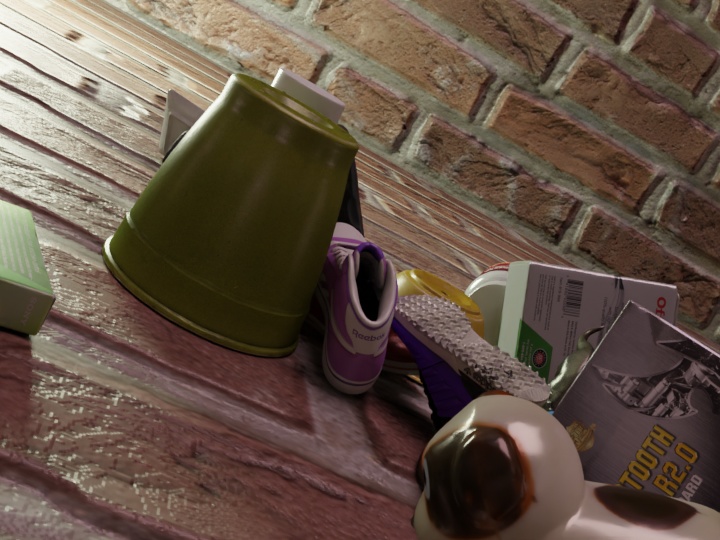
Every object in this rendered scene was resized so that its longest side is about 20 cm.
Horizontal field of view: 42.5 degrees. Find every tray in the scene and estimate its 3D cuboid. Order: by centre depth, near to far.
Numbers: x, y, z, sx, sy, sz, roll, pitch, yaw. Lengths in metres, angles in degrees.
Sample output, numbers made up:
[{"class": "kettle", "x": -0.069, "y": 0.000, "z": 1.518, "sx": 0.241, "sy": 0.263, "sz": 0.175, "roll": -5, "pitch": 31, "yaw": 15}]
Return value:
[{"class": "tray", "x": -0.185, "y": -0.141, "z": 1.202, "sx": 0.198, "sy": 0.108, "sz": 0.022, "roll": 34, "pitch": 43, "yaw": 11}]

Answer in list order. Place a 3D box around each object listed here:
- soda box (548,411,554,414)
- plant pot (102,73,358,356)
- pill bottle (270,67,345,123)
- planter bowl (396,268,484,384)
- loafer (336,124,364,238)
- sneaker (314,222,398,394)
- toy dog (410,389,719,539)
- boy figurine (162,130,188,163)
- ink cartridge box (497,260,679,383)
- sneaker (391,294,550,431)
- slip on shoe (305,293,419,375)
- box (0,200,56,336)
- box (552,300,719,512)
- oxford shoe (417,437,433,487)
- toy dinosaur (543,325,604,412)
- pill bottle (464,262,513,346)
[{"class": "soda box", "x": 0.224, "y": 0.211, "z": 0.824, "sx": 0.199, "sy": 0.065, "sz": 0.067, "roll": 38, "pitch": 14, "yaw": 32}, {"class": "plant pot", "x": -0.099, "y": -0.061, "z": 0.829, "sx": 0.198, "sy": 0.195, "sz": 0.201, "roll": 29, "pitch": 13, "yaw": -7}, {"class": "pill bottle", "x": -0.098, "y": -0.111, "z": 1.011, "sx": 0.110, "sy": 0.202, "sz": 0.112, "roll": 28, "pitch": 12, "yaw": -6}, {"class": "planter bowl", "x": 0.078, "y": 0.056, "z": 1.044, "sx": 0.198, "sy": 0.084, "sz": 0.201, "roll": 29, "pitch": 13, "yaw": -7}, {"class": "loafer", "x": -0.023, "y": -0.055, "z": 0.981, "sx": 0.070, "sy": 0.203, "sz": 0.063, "roll": 8, "pitch": 31, "yaw": 11}, {"class": "sneaker", "x": 0.001, "y": 0.000, "z": 0.853, "sx": 0.071, "sy": 0.116, "sz": 0.202, "roll": 3, "pitch": 42, "yaw": -14}, {"class": "toy dog", "x": 0.117, "y": 0.157, "z": 0.508, "sx": 0.199, "sy": 0.195, "sz": 0.140, "roll": 37, "pitch": 25, "yaw": 4}, {"class": "boy figurine", "x": -0.146, "y": -0.089, "z": 1.135, "sx": 0.199, "sy": 0.065, "sz": 0.125, "roll": 37, "pitch": -9, "yaw": 16}, {"class": "ink cartridge box", "x": 0.277, "y": 0.076, "z": 1.140, "sx": 0.196, "sy": 0.150, "sz": 0.083, "roll": 10, "pitch": -2, "yaw": -9}, {"class": "sneaker", "x": 0.080, "y": 0.101, "z": 0.844, "sx": 0.069, "sy": 0.101, "sz": 0.200, "roll": -5, "pitch": 31, "yaw": -35}, {"class": "slip on shoe", "x": -0.002, "y": 0.041, "z": 0.936, "sx": 0.198, "sy": 0.062, "sz": 0.074, "roll": 33, "pitch": 26, "yaw": 18}, {"class": "box", "x": -0.306, "y": -0.031, "z": 0.601, "sx": 0.198, "sy": 0.037, "sz": 0.144, "roll": 21, "pitch": 15, "yaw": -33}, {"class": "box", "x": 0.232, "y": 0.151, "z": 0.757, "sx": 0.157, "sy": 0.201, "sz": 0.048, "roll": 35, "pitch": -9, "yaw": 20}, {"class": "oxford shoe", "x": 0.088, "y": 0.157, "z": 0.703, "sx": 0.070, "sy": 0.072, "sz": 0.200, "roll": 27, "pitch": 11, "yaw": -4}, {"class": "toy dinosaur", "x": 0.216, "y": 0.130, "z": 0.966, "sx": 0.077, "sy": 0.199, "sz": 0.103, "roll": 44, "pitch": -21, "yaw": 19}, {"class": "pill bottle", "x": 0.196, "y": 0.052, "z": 1.278, "sx": 0.109, "sy": 0.111, "sz": 0.200, "roll": 32, "pitch": 12, "yaw": 9}]
